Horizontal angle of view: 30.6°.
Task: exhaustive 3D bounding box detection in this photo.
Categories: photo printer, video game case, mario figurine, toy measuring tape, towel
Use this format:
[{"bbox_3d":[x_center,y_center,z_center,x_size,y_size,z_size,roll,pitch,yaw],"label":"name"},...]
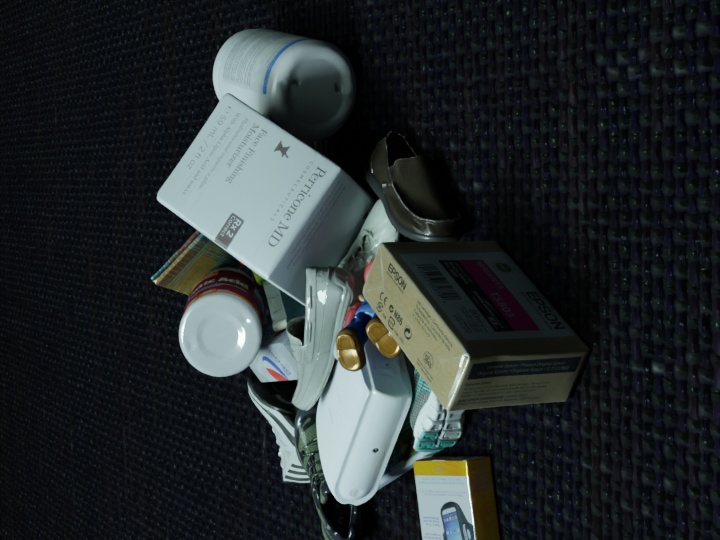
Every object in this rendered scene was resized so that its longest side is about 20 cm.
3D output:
[{"bbox_3d":[-0.002,0.176,1.638,0.167,0.068,0.202,-104,27,-51],"label":"photo printer"},{"bbox_3d":[0.029,0.175,1.705,0.200,0.022,0.185,-42,57,53],"label":"video game case"},{"bbox_3d":[0.039,0.061,1.552,0.200,0.122,0.107,-58,-20,-61],"label":"mario figurine"},{"bbox_3d":[-0.136,-0.010,1.823,0.074,0.072,0.202,116,149,-41],"label":"toy measuring tape"},{"bbox_3d":[-0.216,-0.022,1.908,0.147,0.200,0.022,-46,74,5],"label":"towel"}]

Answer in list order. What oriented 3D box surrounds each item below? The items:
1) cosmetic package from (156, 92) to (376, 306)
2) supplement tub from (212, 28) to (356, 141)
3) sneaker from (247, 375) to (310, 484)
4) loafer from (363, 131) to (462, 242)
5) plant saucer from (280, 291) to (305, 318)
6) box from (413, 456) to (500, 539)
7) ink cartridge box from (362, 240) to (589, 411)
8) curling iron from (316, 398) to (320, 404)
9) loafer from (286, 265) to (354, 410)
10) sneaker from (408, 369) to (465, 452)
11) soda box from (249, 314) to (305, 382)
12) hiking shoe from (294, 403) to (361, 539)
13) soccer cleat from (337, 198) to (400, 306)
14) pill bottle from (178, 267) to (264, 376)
[{"bbox_3d":[-0.113,-0.085,1.664,0.199,0.165,0.166,33,88,24],"label":"cosmetic package"},{"bbox_3d":[-0.104,-0.254,1.777,0.199,0.130,0.134,27,117,56],"label":"supplement tub"},{"bbox_3d":[-0.115,0.240,1.907,0.200,0.075,0.117,40,125,48],"label":"sneaker"},{"bbox_3d":[0.060,-0.101,1.563,0.200,0.072,0.072,51,137,45],"label":"loafer"},{"bbox_3d":[-0.079,-0.029,1.851,0.200,0.038,0.205,14,106,59],"label":"plant saucer"},{"bbox_3d":[0.119,0.322,1.551,0.119,0.041,0.204,-13,85,60],"label":"box"},{"bbox_3d":[0.119,0.053,1.391,0.201,0.163,0.076,52,134,43],"label":"ink cartridge box"},{"bbox_3d":[-0.049,0.149,1.771,0.026,0.049,0.201,65,151,21],"label":"curling iron"},{"bbox_3d":[-0.061,0.083,1.638,0.070,0.069,0.203,-86,11,-65],"label":"loafer"},{"bbox_3d":[0.097,0.122,1.533,0.201,0.077,0.092,-62,39,40],"label":"sneaker"},{"bbox_3d":[-0.103,0.110,1.838,0.064,0.068,0.199,53,158,-10],"label":"soda box"},{"bbox_3d":[-0.035,0.272,1.755,0.101,0.075,0.203,134,119,-77],"label":"hiking shoe"},{"bbox_3d":[0.000,0.000,1.660,0.069,0.076,0.203,51,129,57],"label":"soccer cleat"},{"bbox_3d":[-0.190,0.064,1.832,0.200,0.112,0.116,-104,17,-76],"label":"pill bottle"}]
